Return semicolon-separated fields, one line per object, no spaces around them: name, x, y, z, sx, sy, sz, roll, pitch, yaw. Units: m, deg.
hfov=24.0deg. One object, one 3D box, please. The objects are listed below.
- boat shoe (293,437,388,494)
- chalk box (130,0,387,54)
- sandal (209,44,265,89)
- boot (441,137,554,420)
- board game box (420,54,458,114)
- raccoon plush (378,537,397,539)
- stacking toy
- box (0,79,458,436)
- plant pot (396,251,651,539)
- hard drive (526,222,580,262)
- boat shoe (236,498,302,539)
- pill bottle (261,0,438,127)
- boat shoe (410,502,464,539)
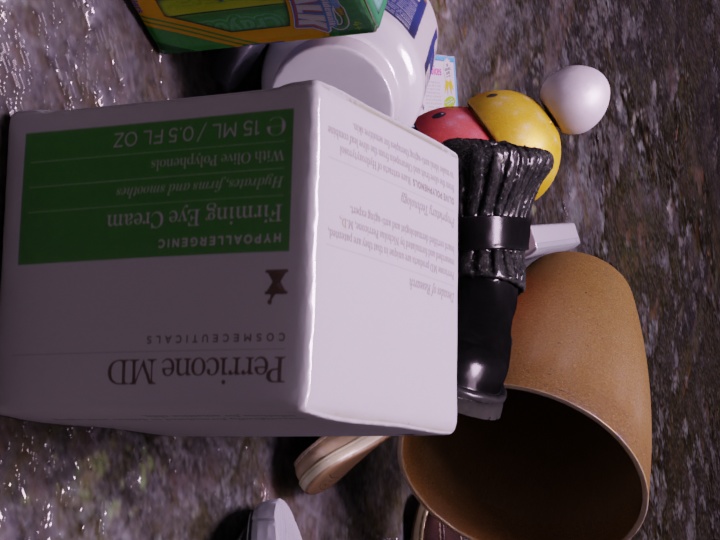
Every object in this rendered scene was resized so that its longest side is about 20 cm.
boat shoe;-0.003;0.102;1.267;0.065;0.072;0.200;49;33;3
chalk box;-0.044;-0.223;1.028;0.125;0.199;0.125;60;36;-45
sandal;-0.068;-0.190;1.155;0.043;0.076;0.201;31;40;-8
boot;0.071;-0.003;1.085;0.211;0.079;0.159;-60;162;-76
board game box;0.033;-0.112;1.396;0.200;0.034;0.136;-9;96;-66
raccoon plush;-0.002;0.235;1.148;0.200;0.096;0.135;114;-19;-68
stacking toy;0.095;-0.083;1.233;0.147;0.199;0.146;55;1;-2
box;-0.069;0.004;0.951;0.200;0.198;0.173;16;73;-63
plant pot;0.142;0.083;1.284;0.201;0.185;0.187;-67;145;-44
hard drive;0.100;-0.009;1.390;0.200;0.131;0.027;-6;79;-73
boat shoe;-0.073;0.211;1.084;0.200;0.071;0.072;-84;150;-71
pill bottle;-0.008;-0.139;1.162;0.200;0.110;0.112;-72;152;-67
boat shoe;0.090;0.281;1.438;0.072;0.071;0.202;-26;111;-64
